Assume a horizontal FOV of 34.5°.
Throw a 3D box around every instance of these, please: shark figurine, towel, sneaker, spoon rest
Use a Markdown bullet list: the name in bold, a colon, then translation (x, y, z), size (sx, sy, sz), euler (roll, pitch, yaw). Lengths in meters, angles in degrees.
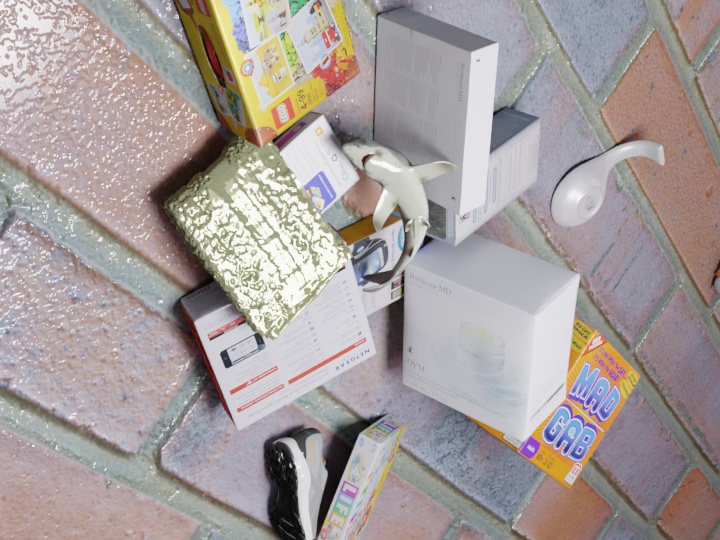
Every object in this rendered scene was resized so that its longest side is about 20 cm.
- **shark figurine**: translation (0.046, -0.077, 1.369), size (0.126, 0.090, 0.217), euler (-13, 126, -8)
- **towel**: translation (-0.109, -0.038, 1.254), size (0.148, 0.036, 0.201), euler (-45, 115, -17)
- **sneaker**: translation (-0.075, 0.299, 1.553), size (0.079, 0.073, 0.203), euler (-29, 133, -39)
- **spoon rest**: translation (0.368, -0.138, 1.768), size (0.198, 0.061, 0.100), euler (-31, 134, -11)

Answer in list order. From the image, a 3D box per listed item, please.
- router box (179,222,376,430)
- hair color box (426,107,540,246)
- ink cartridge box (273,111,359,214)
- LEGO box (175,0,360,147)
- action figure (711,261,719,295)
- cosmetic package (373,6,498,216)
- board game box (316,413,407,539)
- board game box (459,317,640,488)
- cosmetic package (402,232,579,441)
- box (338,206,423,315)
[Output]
- **router box**: translation (-0.092, 0.068, 1.364), size (0.198, 0.049, 0.181), euler (-27, 130, -15)
- **hair color box**: translation (0.158, -0.125, 1.514), size (0.199, 0.060, 0.100), euler (-37, 137, -40)
- **ink cartridge box**: translation (-0.095, -0.079, 1.302), size (0.200, 0.037, 0.095), euler (-45, 124, -19)
- **LEGO box**: translation (-0.096, -0.255, 1.174), size (0.149, 0.077, 0.202), euler (-40, 137, -22)
- **action figure**: translation (0.744, -0.026, 2.223), size (0.194, 0.104, 0.200), euler (-50, 166, 0)
- **cosmetic package**: translation (0.084, -0.186, 1.350), size (0.051, 0.150, 0.203), euler (-23, 130, -34)
- **board game box**: translation (-0.003, 0.310, 1.623), size (0.203, 0.034, 0.134), euler (-69, 165, 12)
- **board game box**: translation (0.252, 0.161, 1.708), size (0.201, 0.199, 0.199), euler (-56, 141, -3)
- **cosmetic package**: translation (0.166, 0.079, 1.519), size (0.122, 0.197, 0.203), euler (-34, 135, -42)
- **box**: translation (0.000, 0.000, 1.469), size (0.199, 0.041, 0.121), euler (-28, 132, -36)
